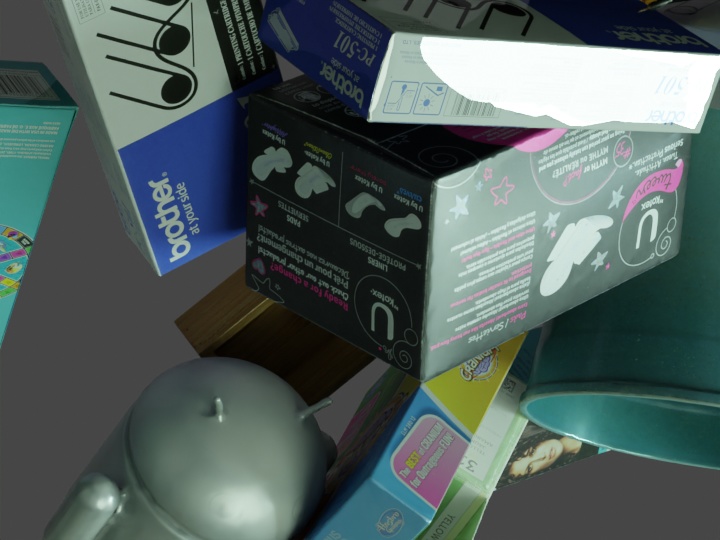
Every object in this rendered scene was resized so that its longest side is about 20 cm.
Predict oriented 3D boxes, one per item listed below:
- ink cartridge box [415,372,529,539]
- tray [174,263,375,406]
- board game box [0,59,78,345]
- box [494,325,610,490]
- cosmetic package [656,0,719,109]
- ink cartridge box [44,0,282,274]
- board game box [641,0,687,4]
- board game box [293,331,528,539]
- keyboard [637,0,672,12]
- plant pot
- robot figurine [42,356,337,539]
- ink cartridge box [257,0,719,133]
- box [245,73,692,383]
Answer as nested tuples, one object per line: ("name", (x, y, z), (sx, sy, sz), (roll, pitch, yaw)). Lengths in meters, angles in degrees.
("ink cartridge box", (0.030, 0.163, 1.311), (0.146, 0.048, 0.200), (-58, 179, 41))
("tray", (0.000, 0.000, 1.273), (0.200, 0.037, 0.099), (-38, 138, -2))
("board game box", (-0.238, -0.008, 1.083), (0.151, 0.047, 0.200), (1, 124, -36))
("box", (0.158, 0.069, 1.436), (0.200, 0.049, 0.082), (-17, 132, -25))
("cosmetic package", (0.248, -0.128, 1.165), (0.151, 0.200, 0.052), (-25, 111, -19))
("ink cartridge box", (-0.091, -0.099, 1.106), (0.094, 0.044, 0.200), (-28, 137, -14))
("board game box", (0.162, -0.190, 1.074), (0.126, 0.035, 0.200), (-11, 158, -8))
("board game box", (0.020, 0.100, 1.243), (0.153, 0.040, 0.200), (-50, -175, 42))
("keyboard", (0.154, -0.171, 1.040), (0.200, 0.040, 0.104), (-7, 134, -9))
("plant pot", (0.205, 0.005, 1.292), (0.200, 0.200, 0.188), (24, 72, -45))
("robot figurine", (-0.092, 0.123, 1.226), (0.169, 0.113, 0.200), (-10, 152, -41))
("ink cartridge box", (0.062, -0.102, 1.025), (0.200, 0.094, 0.044), (0, 118, -37))
("box", (0.055, -0.046, 1.133), (0.200, 0.132, 0.115), (-23, 128, -40))
